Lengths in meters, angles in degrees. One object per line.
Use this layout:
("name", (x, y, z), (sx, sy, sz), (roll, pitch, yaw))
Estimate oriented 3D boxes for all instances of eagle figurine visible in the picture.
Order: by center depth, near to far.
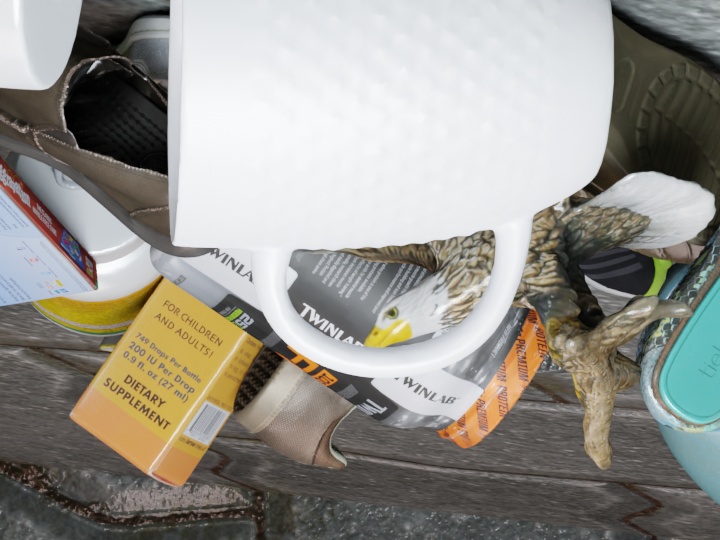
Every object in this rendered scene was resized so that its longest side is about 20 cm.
("eagle figurine", (0.044, -0.016, 1.259), (0.150, 0.152, 0.200), (-13, -133, -45))

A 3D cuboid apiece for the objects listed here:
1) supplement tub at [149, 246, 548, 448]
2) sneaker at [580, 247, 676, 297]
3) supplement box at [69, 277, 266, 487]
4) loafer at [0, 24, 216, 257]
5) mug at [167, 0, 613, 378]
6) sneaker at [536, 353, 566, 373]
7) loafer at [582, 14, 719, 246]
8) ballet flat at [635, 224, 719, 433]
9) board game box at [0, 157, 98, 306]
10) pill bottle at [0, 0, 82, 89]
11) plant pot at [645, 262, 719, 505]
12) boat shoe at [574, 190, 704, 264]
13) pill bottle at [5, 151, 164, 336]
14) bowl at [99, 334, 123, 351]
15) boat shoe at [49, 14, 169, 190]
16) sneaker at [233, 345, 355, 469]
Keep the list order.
("supplement tub", (0.000, 0.000, 1.455), (0.199, 0.123, 0.122), (34, 164, -8))
("sneaker", (0.139, -0.025, 1.495), (0.199, 0.072, 0.083), (17, 180, -39))
("supplement box", (-0.080, 0.022, 1.585), (0.066, 0.201, 0.069), (33, 176, 18))
("loafer", (-0.136, -0.088, 1.319), (0.199, 0.073, 0.071), (32, 155, 11))
("mug", (0.010, -0.057, 1.137), (0.174, 0.202, 0.148), (1, -177, -6))
("sneaker", (0.074, -0.005, 1.596), (0.080, 0.074, 0.200), (6, -155, -47))
("loafer", (0.110, -0.077, 1.286), (0.067, 0.076, 0.200), (11, 159, 46))
("ballet flat", (0.194, -0.012, 1.307), (0.074, 0.200, 0.074), (40, 175, 4))
("board game box", (-0.210, -0.018, 1.417), (0.102, 0.020, 0.200), (-10, 161, 7))
("pill bottle", (-0.220, -0.131, 1.136), (0.198, 0.115, 0.114), (6, 169, 9))
("plant pot", (0.226, 0.046, 1.464), (0.199, 0.202, 0.134), (-2, 171, 43))
("boat shoe", (0.173, -0.046, 1.394), (0.199, 0.068, 0.072), (23, 136, 7))
("pill bottle", (-0.153, -0.031, 1.605), (0.112, 0.114, 0.200), (8, 169, -2))
("bowl", (-0.065, 0.010, 1.770), (0.199, 0.095, 0.201), (3, 177, 0))
("boat shoe", (-0.102, -0.085, 1.414), (0.074, 0.065, 0.201), (14, 167, -33))
("sneaker", (0.013, 0.021, 1.563), (0.075, 0.200, 0.070), (36, -172, -19))
